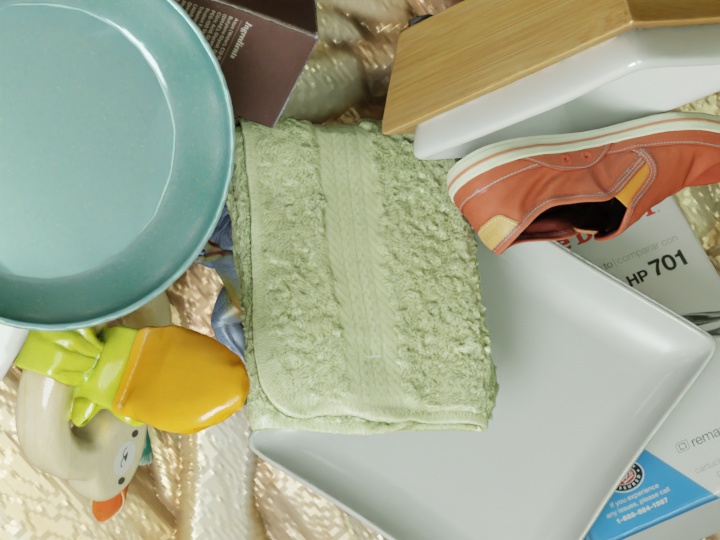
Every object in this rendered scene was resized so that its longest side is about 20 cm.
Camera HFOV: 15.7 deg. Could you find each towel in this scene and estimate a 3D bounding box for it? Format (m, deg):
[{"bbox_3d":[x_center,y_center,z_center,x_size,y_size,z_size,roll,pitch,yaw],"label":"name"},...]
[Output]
[{"bbox_3d":[0.000,0.000,1.468,0.148,0.037,0.201,0,63,-13],"label":"towel"}]

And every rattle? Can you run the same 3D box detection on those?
[{"bbox_3d":[-0.106,0.090,1.462,0.142,0.130,0.200,6,135,14],"label":"rattle"}]

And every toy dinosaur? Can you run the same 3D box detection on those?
[{"bbox_3d":[-0.076,-0.009,1.550,0.200,0.105,0.182,-7,93,-48],"label":"toy dinosaur"}]

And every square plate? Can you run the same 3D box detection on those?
[{"bbox_3d":[0.069,0.073,1.487,0.198,0.028,0.200,32,80,20],"label":"square plate"}]

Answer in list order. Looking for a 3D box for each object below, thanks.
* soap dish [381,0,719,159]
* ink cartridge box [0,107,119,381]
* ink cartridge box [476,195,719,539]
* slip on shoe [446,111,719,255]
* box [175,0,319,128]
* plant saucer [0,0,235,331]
[{"bbox_3d":[0.127,-0.126,1.453,0.157,0.200,0.082,-8,81,-43],"label":"soap dish"},{"bbox_3d":[-0.233,-0.026,1.457,0.128,0.125,0.200,33,89,-18],"label":"ink cartridge box"},{"bbox_3d":[0.155,0.064,1.546,0.146,0.086,0.200,-23,68,-10],"label":"ink cartridge box"},{"bbox_3d":[0.143,-0.047,1.498,0.199,0.074,0.061,-10,68,-30],"label":"slip on shoe"},{"bbox_3d":[-0.128,-0.162,1.467,0.199,0.100,0.075,17,123,-16],"label":"box"},{"bbox_3d":[-0.166,-0.069,1.384,0.199,0.036,0.201,-1,92,-20],"label":"plant saucer"}]
